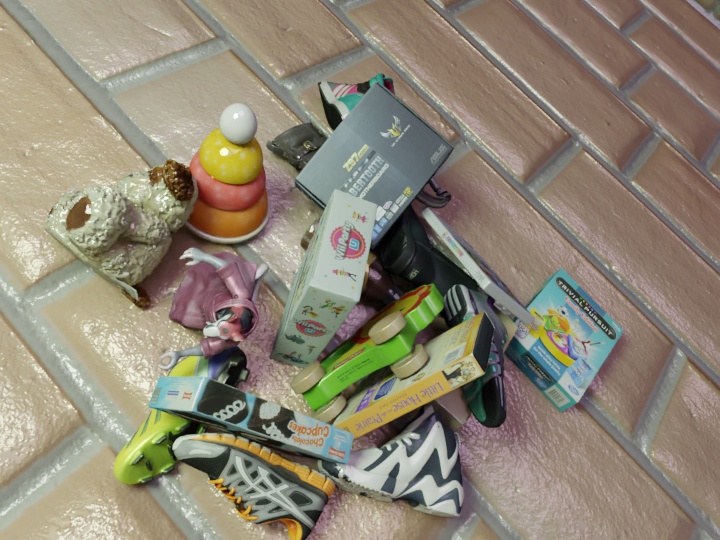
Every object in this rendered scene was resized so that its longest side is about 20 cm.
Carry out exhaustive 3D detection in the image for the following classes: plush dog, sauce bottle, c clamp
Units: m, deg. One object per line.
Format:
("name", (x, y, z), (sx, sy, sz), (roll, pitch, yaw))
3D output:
("plush dog", (-0.275, -0.066, 0.738), (0.173, 0.199, 0.161), (-52, 120, -21))
("sauce bottle", (0.000, 0.000, 0.874), (0.199, 0.065, 0.065), (39, 52, 5))
("c clamp", (0.098, -0.178, 0.991), (0.169, 0.027, 0.202), (13, 44, -48))

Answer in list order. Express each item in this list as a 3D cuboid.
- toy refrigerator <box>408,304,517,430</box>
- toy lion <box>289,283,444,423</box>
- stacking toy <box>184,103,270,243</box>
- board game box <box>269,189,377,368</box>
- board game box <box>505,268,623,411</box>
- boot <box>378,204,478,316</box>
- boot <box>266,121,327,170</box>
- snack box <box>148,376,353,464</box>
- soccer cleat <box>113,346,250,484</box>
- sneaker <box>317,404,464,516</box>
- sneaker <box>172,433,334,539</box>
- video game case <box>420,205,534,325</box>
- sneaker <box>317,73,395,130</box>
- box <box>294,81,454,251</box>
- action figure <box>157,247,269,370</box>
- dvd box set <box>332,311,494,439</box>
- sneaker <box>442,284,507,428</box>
("toy refrigerator", (0.153, 0.143, 0.847), (0.070, 0.076, 0.200), (40, 51, 4))
("toy lion", (0.020, 0.092, 0.762), (0.069, 0.199, 0.192), (54, 17, -7))
("stacking toy", (-0.177, -0.145, 0.800), (0.144, 0.201, 0.148), (11, 56, -17))
("board game box", (-0.050, 0.018, 0.754), (0.063, 0.201, 0.149), (19, 54, -10))
("board game box", (0.335, 0.109, 0.969), (0.151, 0.047, 0.199), (46, 53, 8))
("boot", (0.107, -0.016, 0.931), (0.167, 0.076, 0.201), (37, 24, -23))
("boot", (-0.039, -0.194, 0.982), (0.199, 0.070, 0.174), (-25, 64, -42))
("snack box", (-0.117, 0.165, 0.636), (0.199, 0.115, 0.038), (31, 64, -33))
("soccer cleat", (-0.217, 0.161, 0.689), (0.083, 0.065, 0.201), (20, 51, 27))
("sneaker", (0.047, 0.221, 0.734), (0.196, 0.080, 0.131), (19, 62, -10))
("sneaker", (-0.121, 0.240, 0.651), (0.198, 0.078, 0.078), (30, 63, -18))
("video game case", (0.179, -0.010, 0.902), (0.143, 0.018, 0.201), (34, 17, -41))
("sneaker", (-0.001, -0.294, 0.996), (0.119, 0.085, 0.201), (-19, 36, -7))
("box", (0.021, -0.156, 0.878), (0.157, 0.051, 0.201), (40, 84, 3))
("action figure", (-0.164, 0.053, 0.704), (0.147, 0.199, 0.136), (17, 96, -32))
("dvd box set", (0.069, 0.129, 0.713), (0.030, 0.199, 0.146), (56, 22, -3))
("sneaker", (0.178, 0.110, 0.788), (0.086, 0.075, 0.203), (6, 57, -27))
